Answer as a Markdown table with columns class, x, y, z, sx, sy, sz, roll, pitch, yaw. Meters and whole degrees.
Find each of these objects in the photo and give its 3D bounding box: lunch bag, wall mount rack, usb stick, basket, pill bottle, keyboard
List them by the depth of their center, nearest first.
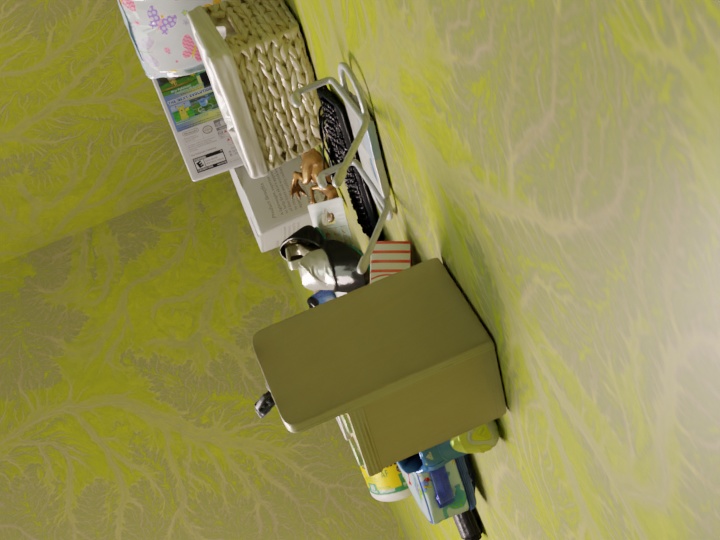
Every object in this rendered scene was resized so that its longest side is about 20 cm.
| class | x | y | z | sx | sy | sz | roll | pitch | yaw |
| --- | --- | --- | --- | --- | --- | --- | --- | --- | --- |
| wall mount rack | -0.010 | -0.104 | 1.158 | 0.174 | 0.074 | 0.201 | -120 | 9 | -47 |
| keyboard | -0.024 | -0.124 | 1.368 | 0.104 | 0.039 | 0.201 | -124 | 14 | -59 |
| lunch bag | 0.079 | 0.211 | 1.429 | 0.161 | 0.082 | 0.201 | -125 | 14 | -67 |
| basket | -0.128 | -0.247 | 1.452 | 0.136 | 0.122 | 0.201 | -119 | 9 | -46 |
| lunch bag | -0.227 | -0.370 | 1.519 | 0.127 | 0.199 | 0.171 | -123 | 12 | -57 |
| usb stick | 0.118 | 0.280 | 1.556 | 0.055 | 0.032 | 0.202 | 121 | 126 | -81 |
| pill bottle | 0.037 | 0.260 | 1.812 | 0.113 | 0.112 | 0.202 | -140 | 29 | -76 |

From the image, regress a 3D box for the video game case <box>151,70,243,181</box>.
| class | x | y | z | sx | sy | sz | roll | pitch | yaw |
| --- | --- | --- | --- | --- | --- | --- | --- | --- | --- |
| video game case | -0.195 | -0.249 | 1.687 | 0.022 | 0.198 | 0.184 | -70 | -39 | -70 |

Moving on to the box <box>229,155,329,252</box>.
| class | x | y | z | sx | sy | sz | roll | pitch | yaw |
| --- | --- | --- | --- | --- | --- | --- | --- | --- | --- |
| box | -0.141 | -0.155 | 1.830 | 0.200 | 0.130 | 0.200 | 118 | 130 | -82 |

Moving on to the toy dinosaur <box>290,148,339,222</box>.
| class | x | y | z | sx | sy | sz | roll | pitch | yaw |
| --- | --- | --- | --- | --- | --- | --- | --- | --- | --- |
| toy dinosaur | -0.073 | -0.161 | 1.657 | 0.201 | 0.060 | 0.106 | 62 | 149 | 10 |

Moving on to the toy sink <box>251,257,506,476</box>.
| class | x | y | z | sx | sy | sz | roll | pitch | yaw |
| --- | --- | --- | --- | --- | --- | --- | --- | --- | --- |
| toy sink | 0.017 | 0.100 | 1.050 | 0.131 | 0.198 | 0.113 | -121 | 11 | -48 |

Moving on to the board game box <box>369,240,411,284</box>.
| class | x | y | z | sx | sy | sz | roll | pitch | yaw |
| --- | --- | --- | --- | --- | --- | --- | --- | --- | --- |
| board game box | 0.037 | 0.080 | 1.252 | 0.200 | 0.046 | 0.153 | 80 | -169 | -64 |

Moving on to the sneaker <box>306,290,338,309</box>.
| class | x | y | z | sx | sy | sz | roll | pitch | yaw |
| --- | --- | --- | --- | --- | --- | --- | --- | --- | --- |
| sneaker | -0.052 | 0.111 | 1.586 | 0.078 | 0.089 | 0.202 | 26 | 126 | 45 |

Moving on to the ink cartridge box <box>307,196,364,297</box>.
| class | x | y | z | sx | sy | sz | roll | pitch | yaw |
| --- | --- | --- | --- | --- | --- | --- | --- | --- | --- |
| ink cartridge box | 0.000 | 0.000 | 1.462 | 0.162 | 0.050 | 0.202 | 177 | 76 | -72 |

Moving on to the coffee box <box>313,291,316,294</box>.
| class | x | y | z | sx | sy | sz | roll | pitch | yaw |
| --- | --- | --- | --- | --- | --- | --- | --- | --- | --- |
| coffee box | -0.011 | 0.071 | 1.718 | 0.113 | 0.079 | 0.202 | -147 | 36 | -75 |

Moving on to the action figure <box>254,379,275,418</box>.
| class | x | y | z | sx | sy | sz | roll | pitch | yaw |
| --- | --- | --- | --- | --- | --- | --- | --- | --- | --- |
| action figure | -0.042 | 0.135 | 1.336 | 0.105 | 0.200 | 0.193 | 50 | -169 | 15 |

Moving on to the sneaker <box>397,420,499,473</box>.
| class | x | y | z | sx | sy | sz | roll | pitch | yaw |
| --- | --- | --- | --- | --- | --- | --- | --- | --- | --- |
| sneaker | 0.074 | 0.161 | 1.194 | 0.200 | 0.104 | 0.076 | -176 | 62 | -83 |

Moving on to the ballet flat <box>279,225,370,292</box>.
| class | x | y | z | sx | sy | sz | roll | pitch | yaw |
| --- | --- | --- | --- | --- | --- | --- | --- | --- | --- |
| ballet flat | -0.052 | -0.007 | 1.414 | 0.200 | 0.068 | 0.069 | -151 | 45 | -65 |
